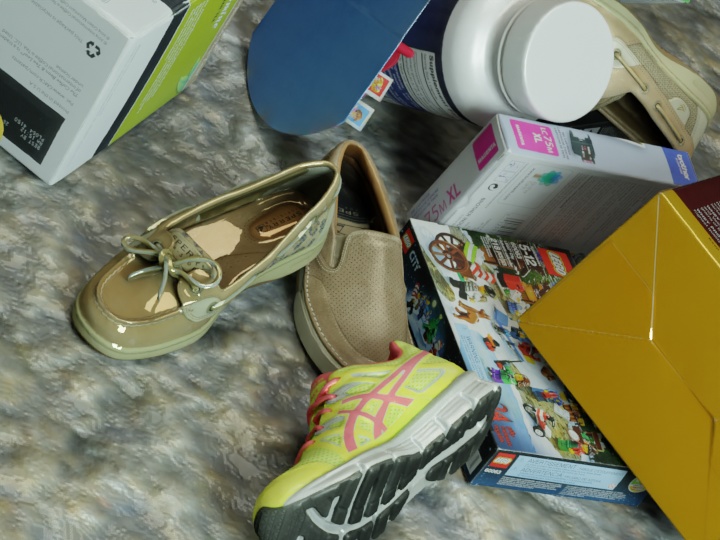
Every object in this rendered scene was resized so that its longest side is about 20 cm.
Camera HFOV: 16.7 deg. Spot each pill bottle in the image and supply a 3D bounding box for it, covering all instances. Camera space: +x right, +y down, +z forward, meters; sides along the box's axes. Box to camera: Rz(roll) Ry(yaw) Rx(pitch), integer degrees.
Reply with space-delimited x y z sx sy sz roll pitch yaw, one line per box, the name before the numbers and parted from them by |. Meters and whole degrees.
pill bottle | 0.079 -0.159 1.695 0.111 0.112 0.200 1 12 -39

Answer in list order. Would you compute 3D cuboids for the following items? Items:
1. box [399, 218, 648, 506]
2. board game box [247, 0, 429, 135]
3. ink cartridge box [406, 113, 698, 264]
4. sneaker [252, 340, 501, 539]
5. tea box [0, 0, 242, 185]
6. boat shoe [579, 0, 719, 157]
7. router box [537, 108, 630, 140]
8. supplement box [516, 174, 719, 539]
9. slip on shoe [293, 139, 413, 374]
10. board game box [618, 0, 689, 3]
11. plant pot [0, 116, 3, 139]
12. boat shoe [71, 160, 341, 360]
box | 0.106 0.059 1.606 0.136 0.038 0.200 10 42 -32
board game box | 0.005 -0.175 1.671 0.039 0.200 0.158 32 6 -36
ink cartridge box | 0.145 -0.045 1.686 0.199 0.119 0.042 11 50 -31
sneaker | -0.007 0.102 1.434 0.090 0.078 0.200 37 39 21
tea box | -0.199 -0.193 1.564 0.200 0.134 0.197 38 35 4
boat shoe | 0.177 -0.147 1.773 0.200 0.071 0.065 34 69 -22
router box | 0.134 -0.168 1.880 0.157 0.052 0.200 -10 55 -46
supplement box | 0.243 0.055 1.592 0.197 0.133 0.200 52 26 11
slip on shoe | 0.000 0.000 1.567 0.076 0.061 0.200 17 39 -24
board game box | 0.131 -0.235 1.773 0.153 0.040 0.200 17 -1 -25
plant pot | -0.313 -0.076 1.298 0.200 0.200 0.176 51 27 22
boat shoe | -0.092 -0.013 1.484 0.073 0.063 0.200 44 49 13
